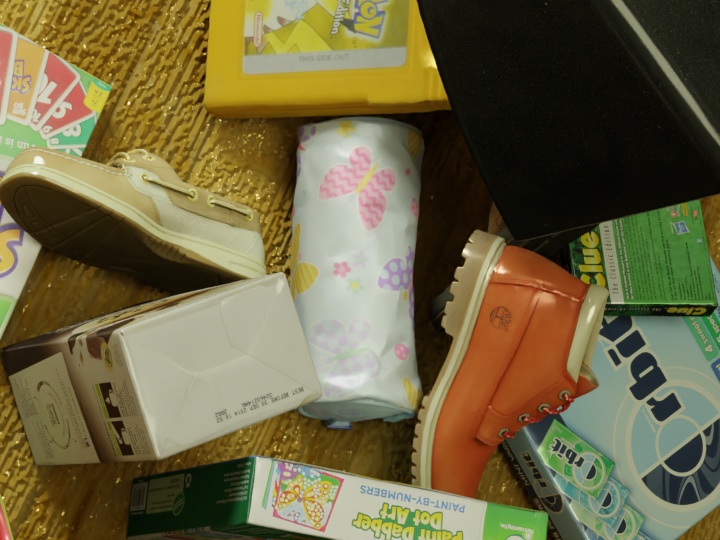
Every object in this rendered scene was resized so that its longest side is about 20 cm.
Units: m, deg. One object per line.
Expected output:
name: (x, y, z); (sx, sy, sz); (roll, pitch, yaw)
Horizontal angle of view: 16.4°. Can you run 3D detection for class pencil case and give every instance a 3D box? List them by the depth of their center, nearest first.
pencil case: (0.000, 0.000, 1.630); (0.090, 0.083, 0.202); (2, 80, -14)

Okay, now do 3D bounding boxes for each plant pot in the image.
plant pot: (0.152, -0.162, 1.509); (0.178, 0.199, 0.200); (50, 55, -19)

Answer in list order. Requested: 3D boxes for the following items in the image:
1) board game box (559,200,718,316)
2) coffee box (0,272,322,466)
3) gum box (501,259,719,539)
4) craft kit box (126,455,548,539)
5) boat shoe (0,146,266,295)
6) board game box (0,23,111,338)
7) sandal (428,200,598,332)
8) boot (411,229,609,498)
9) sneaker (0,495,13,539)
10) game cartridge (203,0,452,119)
board game box: (0.181, -0.063, 1.725); (0.104, 0.023, 0.202); (2, 64, -15)
coffee box: (-0.123, 0.062, 1.493); (0.112, 0.200, 0.080); (-19, 94, -28)
gum box: (0.192, 0.094, 1.726); (0.199, 0.044, 0.171); (-33, 97, -26)
craft kit box: (-0.018, 0.156, 1.532); (0.196, 0.200, 0.049); (10, 78, -24)
boat shoe: (-0.141, -0.038, 1.569); (0.199, 0.074, 0.067); (27, 55, -39)
board game box: (-0.236, -0.049, 1.554); (0.095, 0.030, 0.201); (29, 73, -20)
sandal: (0.112, -0.037, 1.658); (0.081, 0.200, 0.055); (-2, 52, -56)
boot: (0.095, 0.085, 1.615); (0.106, 0.075, 0.202); (18, 109, 8)
sneaker: (-0.237, 0.200, 1.476); (0.078, 0.090, 0.202); (-7, 86, -29)
game cartridge: (-0.002, -0.189, 1.615); (0.032, 0.198, 0.178); (27, 63, -65)
